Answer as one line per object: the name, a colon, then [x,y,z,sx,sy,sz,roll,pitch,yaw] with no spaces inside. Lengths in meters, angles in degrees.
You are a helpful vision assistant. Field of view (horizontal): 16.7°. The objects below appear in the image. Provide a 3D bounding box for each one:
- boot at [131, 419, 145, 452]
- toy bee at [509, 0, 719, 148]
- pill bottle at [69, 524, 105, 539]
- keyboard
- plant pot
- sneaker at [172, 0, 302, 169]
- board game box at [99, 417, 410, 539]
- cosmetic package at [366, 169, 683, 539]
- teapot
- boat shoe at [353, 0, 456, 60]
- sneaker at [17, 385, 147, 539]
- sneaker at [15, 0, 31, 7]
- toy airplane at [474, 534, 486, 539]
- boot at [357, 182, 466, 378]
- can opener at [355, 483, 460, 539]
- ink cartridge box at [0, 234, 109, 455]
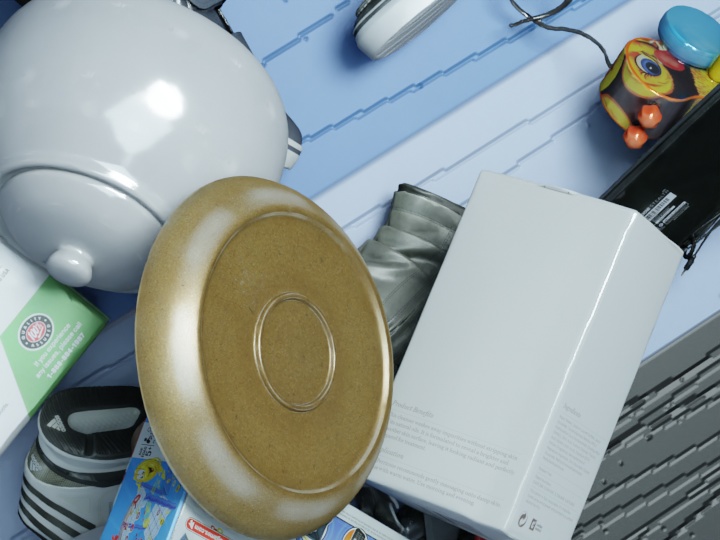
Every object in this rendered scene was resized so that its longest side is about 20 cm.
boot: [-0.068,0.148,1.426,0.074,0.075,0.200,-27,137,4]
toy bee: [0.188,-0.105,1.517,0.200,0.109,0.131,3,133,-2]
pill bottle: [-0.115,0.254,1.436,0.112,0.112,0.200,-28,119,-9]
keyboard: [0.181,-0.042,1.508,0.104,0.040,0.200,27,118,-40]
plant pot: [-0.042,0.045,1.329,0.200,0.027,0.200,15,70,-47]
sneaker: [-0.105,-0.143,1.479,0.200,0.078,0.079,36,89,-6]
board game box: [-0.069,0.208,1.355,0.200,0.056,0.196,35,68,-41]
cosmetic package: [0.093,0.053,1.418,0.113,0.081,0.200,20,80,35]
teapot: [-0.147,-0.056,1.392,0.197,0.200,0.146,54,45,-40]
boat shoe: [0.054,-0.215,1.521,0.071,0.072,0.200,42,72,1]
sneaker: [-0.118,0.124,1.489,0.200,0.076,0.115,0,133,-32]
sneaker: [-0.187,-0.241,1.446,0.087,0.074,0.200,-14,67,-20]
toy airplane: [0.120,0.251,1.484,0.200,0.141,0.199,28,95,5]
boot: [0.000,0.000,1.511,0.200,0.068,0.131,31,80,-16]
can opener: [0.014,0.097,1.475,0.067,0.053,0.200,-26,123,-22]
ink cartridge box: [-0.271,0.022,1.445,0.200,0.084,0.145,39,83,-8]
